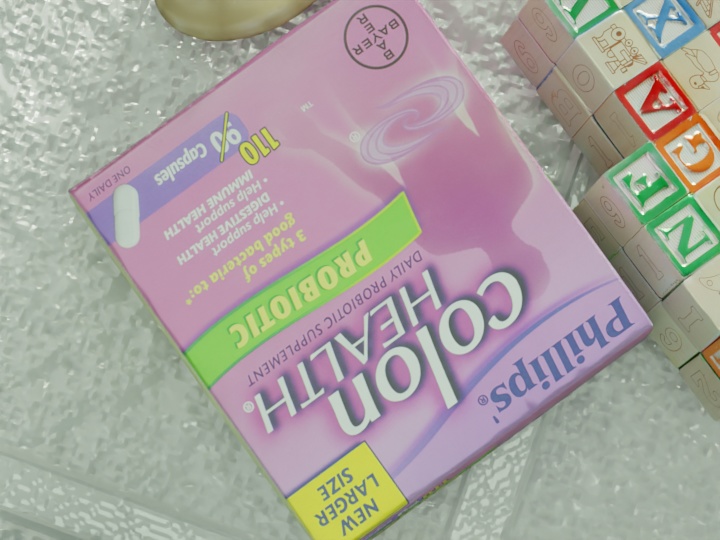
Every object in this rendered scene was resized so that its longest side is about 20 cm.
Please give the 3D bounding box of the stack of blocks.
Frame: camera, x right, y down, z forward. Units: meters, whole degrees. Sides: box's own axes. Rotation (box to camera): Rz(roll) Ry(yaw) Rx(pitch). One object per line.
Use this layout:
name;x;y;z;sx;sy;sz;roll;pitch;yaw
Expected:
stack of blocks;0.150;-0.050;1.112;0.115;0.059;0.200;-33;83;-22

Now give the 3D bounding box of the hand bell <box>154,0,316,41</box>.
hand bell;-0.084;-0.202;1.070;0.104;0.200;0.105;-13;51;16

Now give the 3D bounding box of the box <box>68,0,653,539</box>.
box;0.000;0.000;1.108;0.176;0.097;0.200;-35;84;-3
